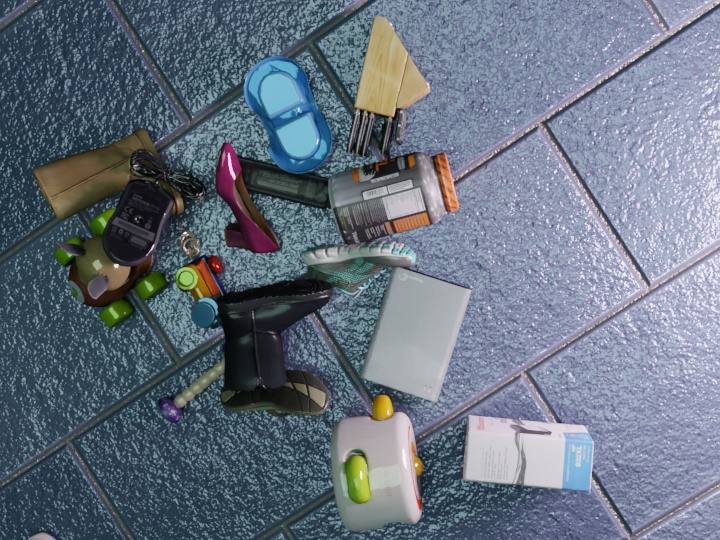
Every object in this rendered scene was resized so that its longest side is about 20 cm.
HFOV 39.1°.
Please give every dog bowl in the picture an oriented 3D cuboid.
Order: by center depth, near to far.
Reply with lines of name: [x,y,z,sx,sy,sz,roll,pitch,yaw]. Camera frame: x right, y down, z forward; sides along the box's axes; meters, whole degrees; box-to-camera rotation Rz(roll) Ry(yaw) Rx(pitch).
dog bowl: [-0.119,-0.261,1.709,0.111,0.050,0.201,-25,91,7]

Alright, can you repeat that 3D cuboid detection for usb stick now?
usb stick: [-0.142,-0.151,1.727,0.199,0.033,0.056,14,88,6]

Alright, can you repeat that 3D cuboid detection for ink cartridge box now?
ink cartridge box: [0.269,0.295,1.648,0.198,0.145,0.084,4,93,6]

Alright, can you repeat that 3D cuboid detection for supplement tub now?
supplement tub: [0.055,-0.122,1.661,0.199,0.123,0.123,-14,92,6]

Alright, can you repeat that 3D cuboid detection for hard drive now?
hard drive: [0.093,0.105,1.714,0.139,0.033,0.201,17,95,5]

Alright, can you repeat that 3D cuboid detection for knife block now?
knife block: [0.020,-0.294,1.684,0.175,0.064,0.201,-32,89,6]

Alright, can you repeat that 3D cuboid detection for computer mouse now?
computer mouse: [-0.352,-0.087,1.658,0.138,0.053,0.201,29,65,-8]

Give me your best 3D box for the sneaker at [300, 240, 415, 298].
sneaker: [0.000,0.000,1.699,0.199,0.078,0.092,-3,101,22]

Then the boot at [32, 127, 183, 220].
boot: [-0.421,-0.132,1.704,0.199,0.066,0.176,-28,77,-21]

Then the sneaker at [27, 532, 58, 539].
sneaker: [-0.520,0.548,1.780,0.199,0.088,0.075,35,94,2]

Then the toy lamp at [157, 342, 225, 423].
toy lamp: [-0.260,0.182,1.746,0.200,0.058,0.058,-38,89,7]

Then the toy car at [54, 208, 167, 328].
toy car: [-0.439,0.000,1.683,0.157,0.200,0.165,-37,89,7]

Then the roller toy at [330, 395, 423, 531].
roller toy: [0.034,0.326,1.660,0.139,0.201,0.183,-8,127,7]

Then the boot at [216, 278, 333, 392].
boot: [-0.137,0.110,1.681,0.199,0.076,0.169,-10,111,-13]

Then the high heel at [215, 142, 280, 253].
high heel: [-0.185,-0.121,1.691,0.095,0.068,0.201,6,128,13]

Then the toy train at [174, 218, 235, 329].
toy train: [-0.285,0.005,1.709,0.084,0.116,0.201,-28,90,7]

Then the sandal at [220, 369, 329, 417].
sandal: [-0.143,0.215,1.736,0.200,0.057,0.080,0,56,22]
